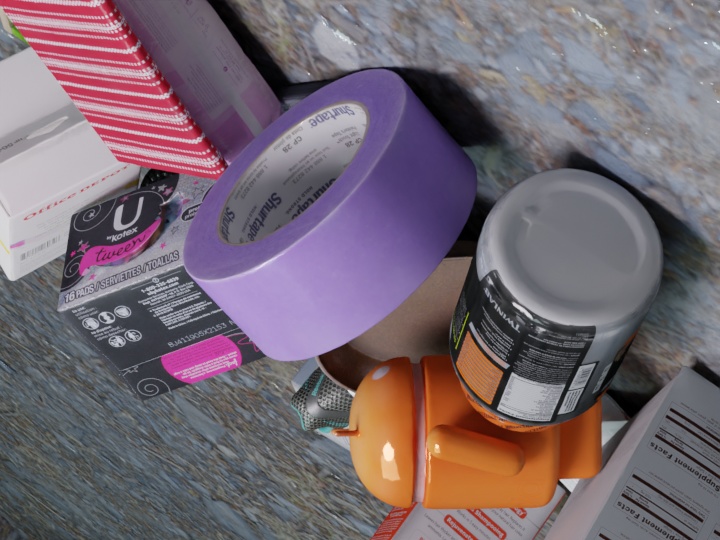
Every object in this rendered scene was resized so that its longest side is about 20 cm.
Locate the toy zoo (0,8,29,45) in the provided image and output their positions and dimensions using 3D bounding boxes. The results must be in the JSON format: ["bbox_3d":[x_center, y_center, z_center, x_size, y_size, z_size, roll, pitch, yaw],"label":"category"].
[{"bbox_3d":[-0.225,-0.190,1.805,0.200,0.020,0.131,34,161,14],"label":"toy zoo"}]

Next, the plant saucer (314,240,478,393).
[{"bbox_3d":[0.062,0.035,1.624,0.199,0.035,0.201,-4,147,-3],"label":"plant saucer"}]

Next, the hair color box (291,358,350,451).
[{"bbox_3d":[0.037,0.150,2.040,0.199,0.061,0.099,29,159,27],"label":"hair color box"}]

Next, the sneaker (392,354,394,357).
[{"bbox_3d":[0.000,0.000,1.693,0.108,0.070,0.200,27,152,16],"label":"sneaker"}]

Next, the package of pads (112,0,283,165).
[{"bbox_3d":[-0.152,-0.170,1.618,0.120,0.076,0.200,11,142,55],"label":"package of pads"}]

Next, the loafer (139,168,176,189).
[{"bbox_3d":[-0.093,-0.036,1.869,0.200,0.073,0.071,35,-163,4],"label":"loafer"}]

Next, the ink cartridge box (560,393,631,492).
[{"bbox_3d":[0.244,0.157,1.728,0.160,0.047,0.200,47,147,-22],"label":"ink cartridge box"}]

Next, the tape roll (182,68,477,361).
[{"bbox_3d":[-0.022,-0.040,1.502,0.085,0.200,0.200,47,159,-26],"label":"tape roll"}]

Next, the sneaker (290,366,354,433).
[{"bbox_3d":[-0.015,0.101,1.905,0.078,0.091,0.200,60,-173,7],"label":"sneaker"}]

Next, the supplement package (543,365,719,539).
[{"bbox_3d":[0.217,0.217,1.591,0.147,0.200,0.191,34,151,2],"label":"supplement package"}]

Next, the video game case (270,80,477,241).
[{"bbox_3d":[0.004,-0.067,1.674,0.200,0.019,0.143,46,160,-22],"label":"video game case"}]

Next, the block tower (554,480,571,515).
[{"bbox_3d":[0.158,0.152,1.834,0.200,0.054,0.058,45,161,-16],"label":"block tower"}]

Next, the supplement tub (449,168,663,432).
[{"bbox_3d":[0.127,0.028,1.476,0.122,0.123,0.200,35,155,10],"label":"supplement tub"}]

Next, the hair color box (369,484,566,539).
[{"bbox_3d":[0.068,0.229,1.781,0.101,0.200,0.061,41,161,-8],"label":"hair color box"}]

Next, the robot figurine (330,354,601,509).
[{"bbox_3d":[0.078,0.119,1.614,0.199,0.144,0.117,0,131,-2],"label":"robot figurine"}]

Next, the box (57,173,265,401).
[{"bbox_3d":[-0.126,-0.002,1.762,0.199,0.115,0.132,-21,132,20],"label":"box"}]

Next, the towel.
[{"bbox_3d":[-0.185,-0.149,1.582,0.144,0.023,0.200,13,146,49],"label":"towel"}]

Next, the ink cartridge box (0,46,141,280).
[{"bbox_3d":[-0.267,-0.099,1.815,0.126,0.128,0.200,58,163,10],"label":"ink cartridge box"}]
